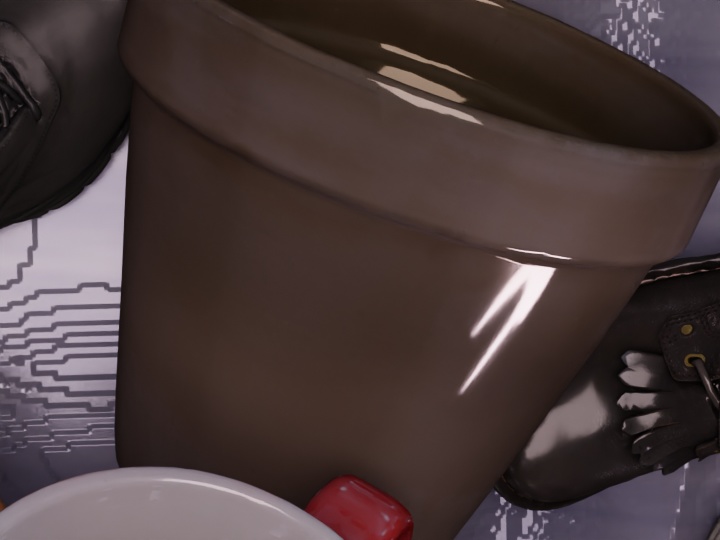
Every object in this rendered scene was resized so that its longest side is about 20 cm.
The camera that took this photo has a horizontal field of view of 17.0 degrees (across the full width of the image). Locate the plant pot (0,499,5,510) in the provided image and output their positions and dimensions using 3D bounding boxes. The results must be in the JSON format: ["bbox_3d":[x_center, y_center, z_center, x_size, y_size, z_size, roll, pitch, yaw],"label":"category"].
[{"bbox_3d":[-0.181,0.119,0.781,0.140,0.200,0.201,-30,93,-18],"label":"plant pot"}]

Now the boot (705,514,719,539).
[{"bbox_3d":[0.209,0.074,0.813,0.199,0.144,0.073,-32,95,0],"label":"boot"}]

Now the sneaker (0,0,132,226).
[{"bbox_3d":[-0.146,-0.034,0.811,0.200,0.091,0.076,-44,91,-2],"label":"sneaker"}]

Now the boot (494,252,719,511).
[{"bbox_3d":[0.144,0.043,0.788,0.199,0.174,0.069,-28,111,-2],"label":"boot"}]

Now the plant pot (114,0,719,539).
[{"bbox_3d":[0.000,0.000,0.792,0.199,0.200,0.174,18,108,-3],"label":"plant pot"}]

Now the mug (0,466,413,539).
[{"bbox_3d":[-0.049,0.164,0.701,0.177,0.200,0.134,-15,55,-27],"label":"mug"}]
